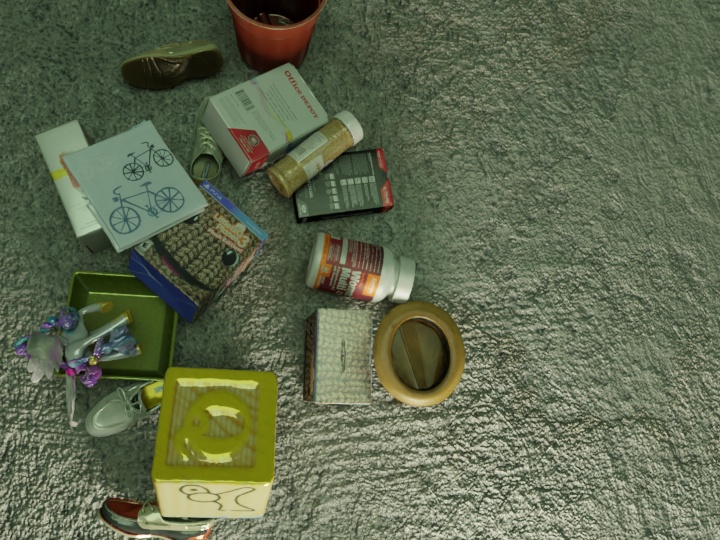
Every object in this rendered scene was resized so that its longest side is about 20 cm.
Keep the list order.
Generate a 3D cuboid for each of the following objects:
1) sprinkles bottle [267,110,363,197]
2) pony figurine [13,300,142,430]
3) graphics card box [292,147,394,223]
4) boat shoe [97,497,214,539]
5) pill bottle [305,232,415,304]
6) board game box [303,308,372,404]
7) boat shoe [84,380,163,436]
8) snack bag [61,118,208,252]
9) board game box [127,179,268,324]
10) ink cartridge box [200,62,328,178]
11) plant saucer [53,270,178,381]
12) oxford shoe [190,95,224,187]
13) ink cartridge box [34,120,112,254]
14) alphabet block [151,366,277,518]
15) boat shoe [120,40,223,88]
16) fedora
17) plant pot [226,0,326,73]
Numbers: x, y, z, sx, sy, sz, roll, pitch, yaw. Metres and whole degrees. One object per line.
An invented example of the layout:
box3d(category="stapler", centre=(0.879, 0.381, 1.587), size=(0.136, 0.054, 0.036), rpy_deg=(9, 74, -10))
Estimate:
box3d(category="sprinkles bottle", centre=(-0.087, -0.227, 1.374), size=(0.200, 0.068, 0.068), rpy_deg=(-41, 90, -16))
box3d(category="pony figurine", centre=(-0.472, 0.136, 1.178), size=(0.198, 0.193, 0.168), rpy_deg=(-21, 129, -15))
box3d(category="graphics card box", centre=(-0.041, -0.171, 1.431), size=(0.198, 0.051, 0.127), rpy_deg=(-9, 82, -13))
box3d(category="boat shoe", centre=(-0.358, 0.435, 1.251), size=(0.198, 0.071, 0.063), rpy_deg=(21, 109, -12))
box3d(category="pill bottle", centre=(0.000, 0.000, 1.380), size=(0.198, 0.110, 0.111), rpy_deg=(13, 78, -8))
box3d(category="board game box", centre=(-0.045, 0.160, 1.290), size=(0.096, 0.200, 0.161), rpy_deg=(3, 79, -10))
box3d(category="boat shoe", centre=(-0.401, 0.238, 1.275), size=(0.200, 0.086, 0.075), rpy_deg=(-23, 85, -14))
box3d(category="snack bag", centre=(-0.397, -0.152, 1.242), size=(0.188, 0.021, 0.201), rpy_deg=(-34, 86, -33))
box3d(category="board game box", centre=(-0.299, -0.035, 1.307), size=(0.159, 0.097, 0.200), rpy_deg=(40, 58, -2))
box3d(category="ink cartridge box", centre=(-0.184, -0.294, 1.385), size=(0.199, 0.083, 0.146), rpy_deg=(-33, 88, -30))
box3d(category="plant saucer", centre=(-0.434, 0.106, 1.292), size=(0.197, 0.048, 0.202), rpy_deg=(4, 65, -9))
box3d(category="oxford shoe", centre=(-0.296, -0.252, 1.394), size=(0.074, 0.058, 0.202), rpy_deg=(8, 77, -7))
box3d(category="ink cartridge box", centre=(-0.501, -0.148, 1.292), size=(0.083, 0.145, 0.202), rpy_deg=(-23, 85, -13))
box3d(category="alphabet block", centre=(-0.244, 0.298, 1.209), size=(0.193, 0.201, 0.198), rpy_deg=(3, 56, -11))
box3d(category="boat shoe", centre=(-0.374, -0.415, 1.407), size=(0.198, 0.073, 0.065), rpy_deg=(-14, 47, -8))
box3d(category="fedora", centre=(0.108, 0.163, 1.387), size=(0.198, 0.082, 0.203), rpy_deg=(2, 81, -10))
box3d(category="plant pot", centre=(-0.168, -0.497, 1.380), size=(0.198, 0.195, 0.203), rpy_deg=(2, 72, -8))
